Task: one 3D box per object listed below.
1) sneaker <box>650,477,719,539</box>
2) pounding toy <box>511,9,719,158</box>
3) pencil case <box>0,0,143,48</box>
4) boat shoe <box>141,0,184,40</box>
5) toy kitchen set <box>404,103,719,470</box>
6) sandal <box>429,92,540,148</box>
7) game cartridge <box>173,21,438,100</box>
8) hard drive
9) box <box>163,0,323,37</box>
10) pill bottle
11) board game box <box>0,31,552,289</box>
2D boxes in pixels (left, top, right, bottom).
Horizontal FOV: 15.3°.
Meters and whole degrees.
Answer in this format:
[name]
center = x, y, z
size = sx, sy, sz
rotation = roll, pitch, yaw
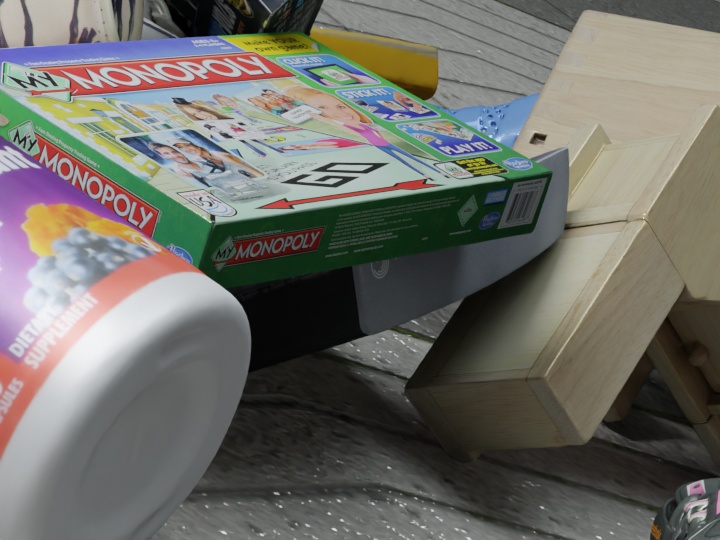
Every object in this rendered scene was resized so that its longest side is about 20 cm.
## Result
[sneaker]
center = 0.149, 0.122, 1.074
size = 0.086, 0.081, 0.200
rotation = 21, 3, 25
[pounding toy]
center = 0.185, 0.003, 1.320
size = 0.183, 0.143, 0.200
rotation = 14, -31, 27
[pencil case]
center = -0.182, -0.107, 1.047
size = 0.199, 0.090, 0.078
rotation = -4, -17, 10
[boat shoe]
center = -0.110, -0.094, 1.180
size = 0.066, 0.072, 0.200
rotation = -35, 25, -27
[toy kitchen set]
center = 0.108, 0.064, 1.208
size = 0.163, 0.181, 0.200
rotation = -8, -54, 44
[sandal]
center = 0.087, -0.066, 1.533
size = 0.199, 0.087, 0.080
rotation = 26, 17, 2
[game cartridge]
center = -0.084, -0.107, 1.344
size = 0.176, 0.033, 0.200
rotation = 4, 3, 32
[hard drive]
center = 0.000, 0.000, 1.085
size = 0.200, 0.134, 0.043
rotation = -26, 96, -60
[box]
center = -0.081, -0.160, 1.123
size = 0.159, 0.046, 0.200
rotation = 48, -8, 1
[pill bottle]
center = -0.143, 0.005, 0.851
size = 0.200, 0.112, 0.111
rotation = 33, 16, 21
[board game box]
center = -0.040, -0.044, 0.964
size = 0.134, 0.029, 0.200
rotation = 32, 24, 29
